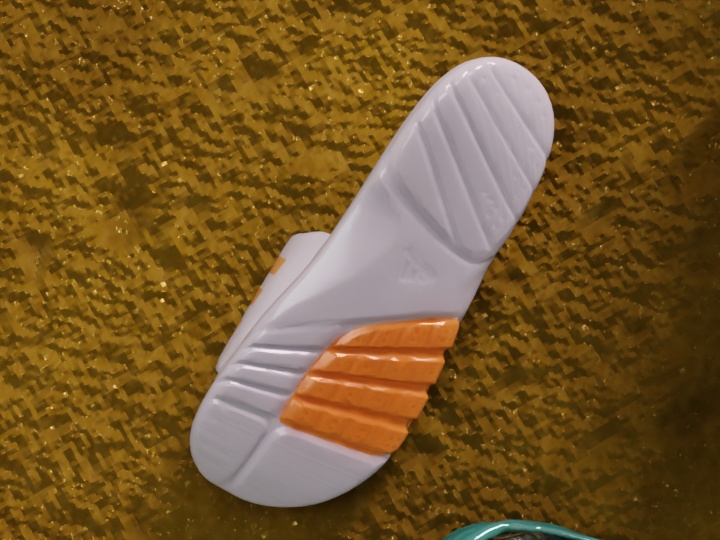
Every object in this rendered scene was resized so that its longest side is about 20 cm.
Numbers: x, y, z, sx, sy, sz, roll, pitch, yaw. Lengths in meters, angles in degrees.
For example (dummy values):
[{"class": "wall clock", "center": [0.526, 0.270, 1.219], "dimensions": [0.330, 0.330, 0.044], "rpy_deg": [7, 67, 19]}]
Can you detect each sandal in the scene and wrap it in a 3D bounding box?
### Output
[{"class": "sandal", "center": [0.007, 0.004, 0.910], "dimensions": [0.079, 0.059, 0.207], "rpy_deg": [33, 97, -19]}]

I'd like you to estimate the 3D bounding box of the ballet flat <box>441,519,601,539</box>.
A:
[{"class": "ballet flat", "center": [0.119, 0.142, 0.874], "dimensions": [0.199, 0.070, 0.068], "rpy_deg": [12, 83, 7]}]
